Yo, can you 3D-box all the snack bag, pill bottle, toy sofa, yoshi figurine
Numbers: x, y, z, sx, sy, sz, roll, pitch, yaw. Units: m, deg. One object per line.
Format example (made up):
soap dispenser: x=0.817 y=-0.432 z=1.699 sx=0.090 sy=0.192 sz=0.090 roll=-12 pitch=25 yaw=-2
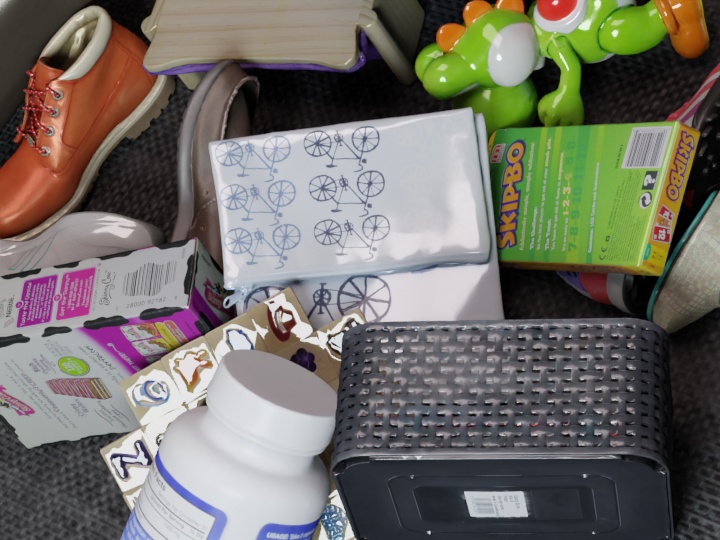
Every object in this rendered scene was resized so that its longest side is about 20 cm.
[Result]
snack bag: x=0.000 y=0.000 z=1.439 sx=0.187 sy=0.021 sz=0.201 roll=-6 pitch=82 yaw=1
pill bottle: x=-0.085 y=0.155 z=1.359 sx=0.112 sy=0.112 sz=0.201 roll=38 pitch=111 yaw=38
toy sofa: x=-0.060 y=-0.171 z=1.622 sx=0.199 sy=0.083 sz=0.098 roll=1 pitch=63 yaw=27
yoshi figurine: x=0.139 y=-0.150 z=1.522 sx=0.199 sy=0.112 sz=0.113 roll=-20 pitch=90 yaw=-2

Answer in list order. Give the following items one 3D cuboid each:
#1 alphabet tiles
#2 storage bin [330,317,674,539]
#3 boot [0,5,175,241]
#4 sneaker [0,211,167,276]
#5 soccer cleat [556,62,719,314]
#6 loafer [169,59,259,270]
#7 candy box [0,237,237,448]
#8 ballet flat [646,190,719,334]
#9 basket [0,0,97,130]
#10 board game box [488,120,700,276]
alphabet tiles: x=-0.063 y=0.115 z=1.426 sx=0.199 sy=0.006 sz=0.167 roll=-29 pitch=91 yaw=7
storage bin: x=0.089 y=0.103 z=1.319 sx=0.199 sy=0.135 sz=0.094 roll=-2 pitch=58 yaw=9
boot: x=-0.238 y=-0.110 z=1.659 sx=0.075 sy=0.107 sz=0.200 roll=31 pitch=79 yaw=35
sneaker: x=-0.229 y=0.009 z=1.609 sx=0.199 sy=0.070 sz=0.081 roll=-13 pitch=64 yaw=26
soccer cleat: x=0.201 y=-0.066 z=1.440 sx=0.073 sy=0.068 sz=0.201 roll=20 pitch=73 yaw=39
loafer: x=-0.091 y=-0.049 z=1.555 sx=0.071 sy=0.073 sz=0.201 roll=7 pitch=89 yaw=17
candy box: x=-0.175 y=0.053 z=1.503 sx=0.199 sy=0.137 sz=0.061 roll=-11 pitch=53 yaw=19
ballet flat: x=0.255 y=-0.037 z=1.395 sx=0.062 sy=0.068 sz=0.201 roll=25 pitch=73 yaw=25
basket: x=-0.296 y=-0.208 z=1.683 sx=0.200 sy=0.180 sz=0.136 roll=-41 pitch=8 yaw=15
board game box: x=0.138 y=-0.047 z=1.420 sx=0.200 sy=0.030 sz=0.096 roll=4 pitch=76 yaw=56
